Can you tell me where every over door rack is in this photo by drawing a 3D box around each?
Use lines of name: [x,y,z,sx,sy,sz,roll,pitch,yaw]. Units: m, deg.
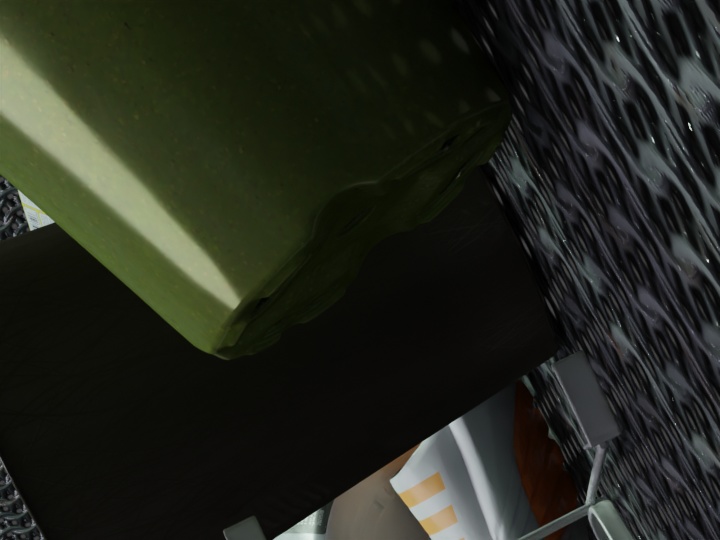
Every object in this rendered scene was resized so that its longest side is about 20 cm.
over door rack: [0.039,0.121,0.982,0.067,0.148,0.200,62,177,24]

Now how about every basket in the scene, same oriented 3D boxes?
basket: [-0.038,0.027,0.961,0.136,0.200,0.180,61,175,46]

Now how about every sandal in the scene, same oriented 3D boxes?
sandal: [0.040,0.069,1.126,0.079,0.059,0.207,-25,-87,-62]

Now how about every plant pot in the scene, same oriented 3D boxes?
plant pot: [-0.056,-0.081,0.786,0.190,0.200,0.200,49,174,8]

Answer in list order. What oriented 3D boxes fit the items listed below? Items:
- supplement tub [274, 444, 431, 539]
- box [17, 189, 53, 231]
supplement tub: [-0.020,0.137,1.233,0.200,0.123,0.123,-11,108,57]
box: [-0.103,-0.041,1.233,0.200,0.048,0.117,21,132,51]
